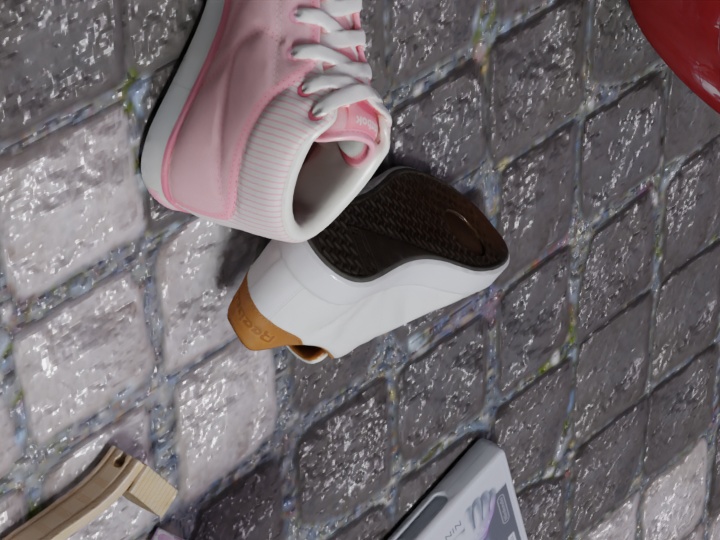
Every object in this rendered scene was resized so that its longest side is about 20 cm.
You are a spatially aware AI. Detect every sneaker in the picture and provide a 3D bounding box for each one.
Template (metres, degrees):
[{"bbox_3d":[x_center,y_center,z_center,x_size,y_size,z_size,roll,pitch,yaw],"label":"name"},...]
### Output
[{"bbox_3d":[-0.018,-0.106,0.957,0.075,0.104,0.201,13,100,-53],"label":"sneaker"},{"bbox_3d":[0.000,0.000,1.099,0.085,0.073,0.200,-44,161,28],"label":"sneaker"}]

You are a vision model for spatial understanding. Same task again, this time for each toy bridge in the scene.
[{"bbox_3d":[-0.164,0.167,1.009,0.200,0.027,0.067,-55,142,-12],"label":"toy bridge"}]

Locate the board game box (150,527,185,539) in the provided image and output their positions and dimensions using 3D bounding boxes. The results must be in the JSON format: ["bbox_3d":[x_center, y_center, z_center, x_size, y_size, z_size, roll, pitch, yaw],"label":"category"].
[{"bbox_3d":[-0.071,0.255,1.034,0.199,0.200,0.043,-59,144,-7],"label":"board game box"}]

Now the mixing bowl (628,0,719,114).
[{"bbox_3d":[0.217,-0.179,1.210,0.200,0.108,0.201,-31,134,-39],"label":"mixing bowl"}]

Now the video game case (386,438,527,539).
[{"bbox_3d":[0.042,0.227,1.320,0.182,0.023,0.200,-45,141,-25],"label":"video game case"}]
